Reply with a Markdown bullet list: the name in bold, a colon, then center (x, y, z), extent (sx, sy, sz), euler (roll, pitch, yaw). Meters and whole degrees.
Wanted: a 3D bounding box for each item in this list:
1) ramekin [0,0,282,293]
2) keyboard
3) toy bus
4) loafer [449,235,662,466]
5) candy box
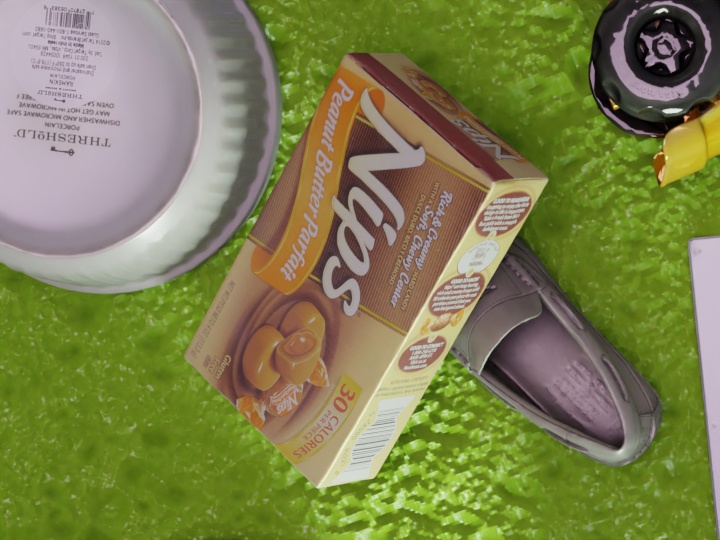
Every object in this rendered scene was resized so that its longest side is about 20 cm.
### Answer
- **ramekin**: center (-0.149, -0.085, 1.503), extent (0.199, 0.105, 0.201), euler (0, 92, 11)
- **keyboard**: center (0.212, 0.080, 1.495), extent (0.056, 0.011, 0.201), euler (-6, 91, 15)
- **toy bus**: center (0.193, -0.167, 1.429), extent (0.191, 0.136, 0.201), euler (-22, 86, 4)
- **loafer**: center (0.078, 0.026, 1.483), extent (0.200, 0.070, 0.070), euler (40, 101, 8)
- **candy box**: center (0.000, 0.000, 1.463), extent (0.115, 0.055, 0.200), euler (42, 115, 27)
